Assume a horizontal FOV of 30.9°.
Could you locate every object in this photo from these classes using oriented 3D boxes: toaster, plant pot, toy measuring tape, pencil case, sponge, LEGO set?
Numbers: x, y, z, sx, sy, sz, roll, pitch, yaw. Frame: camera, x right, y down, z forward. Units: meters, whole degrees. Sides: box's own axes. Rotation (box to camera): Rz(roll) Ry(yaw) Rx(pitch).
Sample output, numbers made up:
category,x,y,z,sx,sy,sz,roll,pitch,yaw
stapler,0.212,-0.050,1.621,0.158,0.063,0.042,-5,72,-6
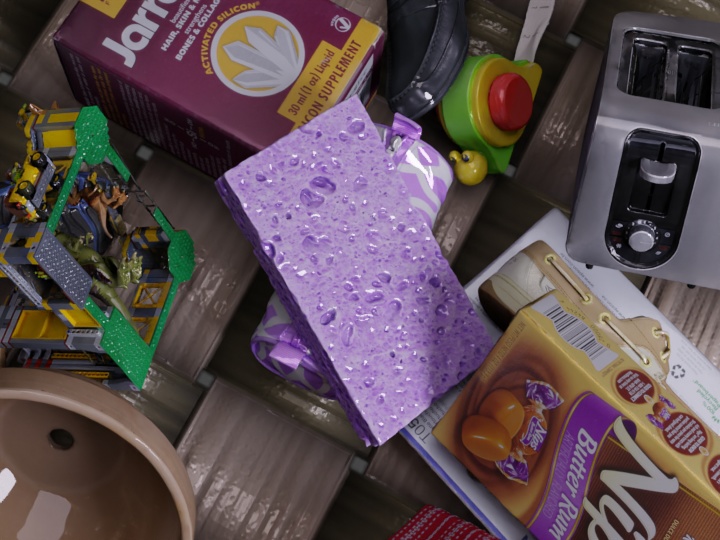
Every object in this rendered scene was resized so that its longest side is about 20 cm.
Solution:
category,x,y,z,sx,sy,sz,roll,pitch,yaw
toaster,0.245,-0.083,0.901,0.179,0.120,0.201,12,37,8
plant pot,-0.199,0.133,0.827,0.199,0.203,0.093,5,29,-1
toy measuring tape,0.102,-0.159,0.973,0.073,0.074,0.202,18,73,3
pencil case,-0.003,-0.010,0.912,0.083,0.086,0.201,24,72,4
sponge,0.000,0.000,0.852,0.111,0.030,0.201,-33,96,-24
LEGO set,-0.206,-0.011,0.854,0.115,0.200,0.155,0,63,23

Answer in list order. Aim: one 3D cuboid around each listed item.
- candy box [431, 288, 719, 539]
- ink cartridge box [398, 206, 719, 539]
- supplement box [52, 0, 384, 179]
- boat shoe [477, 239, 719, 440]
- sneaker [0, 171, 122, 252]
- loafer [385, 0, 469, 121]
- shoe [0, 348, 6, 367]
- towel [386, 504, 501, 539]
category,x,y,z,sx,sy,sz,roll,pitch,yaw
candy box,0.152,0.123,0.804,0.200,0.117,0.056,43,35,16
ink cartridge box,0.133,0.090,0.908,0.200,0.041,0.200,-40,78,-15
supplement box,-0.099,-0.149,0.945,0.199,0.103,0.132,28,73,7
boat shoe,0.170,0.056,0.861,0.200,0.074,0.066,41,79,10
sneaker,-0.264,-0.035,0.912,0.198,0.076,0.078,-12,31,-22
loafer,0.043,-0.194,0.962,0.070,0.068,0.202,35,48,-27
shoe,-0.289,0.101,0.874,0.069,0.053,0.202,12,71,1
towel,0.028,0.206,0.784,0.144,0.200,0.023,-39,102,-14
